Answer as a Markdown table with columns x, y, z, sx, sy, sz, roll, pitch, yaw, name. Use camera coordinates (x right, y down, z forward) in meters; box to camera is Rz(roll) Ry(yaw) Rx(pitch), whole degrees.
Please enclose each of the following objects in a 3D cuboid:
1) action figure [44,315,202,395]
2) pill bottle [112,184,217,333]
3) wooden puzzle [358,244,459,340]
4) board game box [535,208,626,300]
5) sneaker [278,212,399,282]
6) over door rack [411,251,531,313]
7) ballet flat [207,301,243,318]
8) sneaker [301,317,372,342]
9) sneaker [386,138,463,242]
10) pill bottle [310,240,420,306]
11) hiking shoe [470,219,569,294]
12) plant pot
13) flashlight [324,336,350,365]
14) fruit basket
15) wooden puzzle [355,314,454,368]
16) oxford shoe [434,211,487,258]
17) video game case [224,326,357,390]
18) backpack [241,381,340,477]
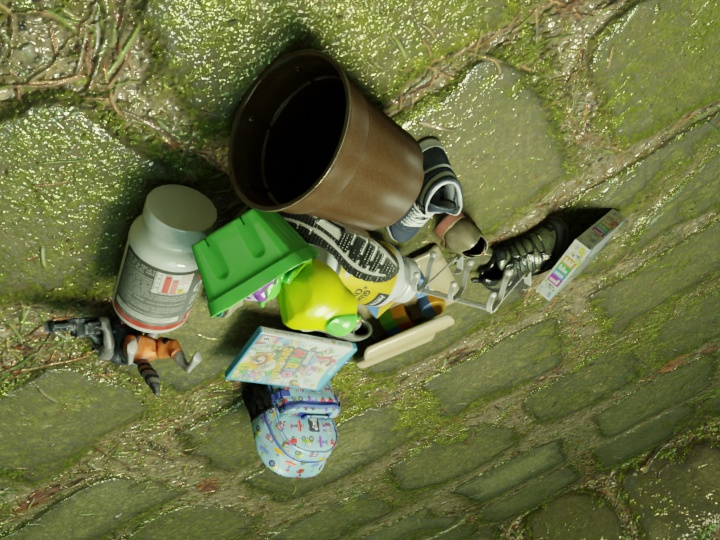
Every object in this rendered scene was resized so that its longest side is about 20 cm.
| x | y | z | sx | sy | sz | roll | pitch | yaw | name |
| --- | --- | --- | --- | --- | --- | --- | --- | --- | --- |
| -0.366 | 0.119 | 1.001 | 0.200 | 0.193 | 0.105 | 1 | 95 | -44 | action figure |
| -0.275 | -0.014 | 0.933 | 0.116 | 0.116 | 0.200 | 4 | 135 | -30 | pill bottle |
| 0.088 | 0.055 | 1.258 | 0.200 | 0.046 | 0.185 | -28 | 142 | 6 | wooden puzzle |
| 0.422 | -0.032 | 1.262 | 0.200 | 0.034 | 0.135 | -29 | 155 | -46 | board game box |
| -0.024 | -0.058 | 0.977 | 0.200 | 0.080 | 0.074 | 34 | 130 | -3 | sneaker |
| 0.195 | 0.007 | 1.136 | 0.200 | 0.148 | 0.067 | -22 | 122 | -56 | over door rack |
| -0.199 | -0.004 | 1.043 | 0.062 | 0.067 | 0.200 | -30 | 156 | -41 | ballet flat |
| -0.050 | 0.081 | 1.179 | 0.079 | 0.074 | 0.200 | -7 | 159 | 31 | sneaker |
| 0.097 | -0.095 | 1.036 | 0.070 | 0.109 | 0.200 | -4 | 138 | -22 | sneaker |
| 0.000 | 0.000 | 1.095 | 0.200 | 0.112 | 0.112 | 12 | 130 | -36 | pill bottle |
| 0.304 | -0.024 | 1.251 | 0.101 | 0.076 | 0.200 | 13 | 130 | -42 | hiking shoe |
| -0.031 | -0.146 | 0.857 | 0.200 | 0.200 | 0.198 | -42 | 145 | 22 | plant pot |
| -0.121 | 0.162 | 1.267 | 0.200 | 0.068 | 0.068 | -6 | 141 | -14 | flashlight |
| -0.105 | 0.020 | 0.877 | 0.155 | 0.216 | 0.216 | -30 | 142 | 5 | fruit basket |
| 0.080 | 0.138 | 1.313 | 0.185 | 0.037 | 0.200 | -22 | 168 | -10 | wooden puzzle |
| 0.181 | -0.045 | 1.127 | 0.070 | 0.075 | 0.200 | -45 | 162 | 12 | oxford shoe |
| -0.125 | 0.164 | 1.199 | 0.200 | 0.018 | 0.143 | 14 | 131 | -33 | video game case |
| -0.125 | 0.298 | 1.306 | 0.182 | 0.200 | 0.135 | 18 | 129 | -40 | backpack |
